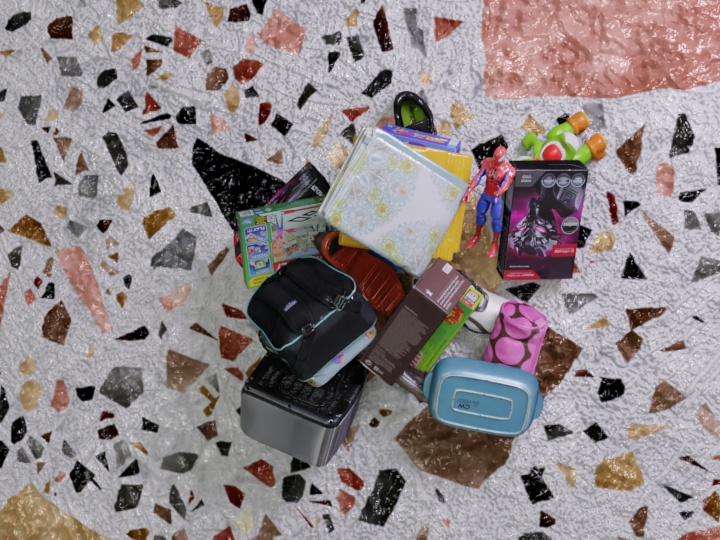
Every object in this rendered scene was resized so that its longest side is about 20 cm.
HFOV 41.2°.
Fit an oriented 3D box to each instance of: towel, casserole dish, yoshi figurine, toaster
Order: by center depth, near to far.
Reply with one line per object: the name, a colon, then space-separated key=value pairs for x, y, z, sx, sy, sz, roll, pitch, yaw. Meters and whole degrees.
towel: x=0.051 y=-0.110 z=1.500 sx=0.199 sy=0.048 sz=0.172 roll=30 pitch=90 yaw=-13
casserole dish: x=0.198 y=0.211 z=1.558 sx=0.198 sy=0.039 sz=0.122 roll=10 pitch=109 yaw=6
toaster: x=-0.086 y=0.213 z=1.623 sx=0.198 sy=0.181 sz=0.119 roll=21 pitch=128 yaw=10
yoshi figurine: x=0.312 y=-0.176 z=1.625 sx=0.199 sy=0.112 sz=0.112 roll=-34 pitch=123 yaw=-6

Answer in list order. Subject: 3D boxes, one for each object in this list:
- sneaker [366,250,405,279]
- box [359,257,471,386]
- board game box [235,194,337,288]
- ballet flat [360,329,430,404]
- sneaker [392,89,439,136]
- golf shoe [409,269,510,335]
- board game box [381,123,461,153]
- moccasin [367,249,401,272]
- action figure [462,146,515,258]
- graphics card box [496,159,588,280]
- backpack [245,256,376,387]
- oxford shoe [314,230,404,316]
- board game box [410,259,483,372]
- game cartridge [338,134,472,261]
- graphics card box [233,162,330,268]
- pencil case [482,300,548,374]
sneaker: x=-0.019 y=0.018 z=1.687 sx=0.198 sy=0.078 sz=0.078 roll=-7 pitch=116 yaw=5
box: x=0.086 y=0.083 z=1.527 sx=0.075 sy=0.100 sz=0.201 roll=37 pitch=132 yaw=6
board game box: x=-0.103 y=-0.052 z=1.602 sx=0.198 sy=0.029 sz=0.136 roll=-12 pitch=121 yaw=-14
ballet flat: x=0.055 y=0.162 z=1.621 sx=0.199 sy=0.067 sz=0.046 roll=36 pitch=132 yaw=1
sneaker: x=0.106 y=-0.225 z=1.654 sx=0.073 sy=0.087 sz=0.201 roll=-23 pitch=85 yaw=9
golf shoe: x=0.178 y=0.049 z=1.624 sx=0.198 sy=0.095 sz=0.078 roll=16 pitch=67 yaw=9
board game box: x=0.087 y=-0.135 z=1.637 sx=0.133 sy=0.045 sz=0.202 roll=15 pitch=116 yaw=11
moccasin: x=0.041 y=-0.096 z=1.607 sx=0.080 sy=0.068 sz=0.202 roll=-6 pitch=113 yaw=11
action figure: x=0.198 y=-0.100 z=1.520 sx=0.065 sy=0.099 sz=0.201 roll=23 pitch=131 yaw=21
graphics card box: x=0.297 y=-0.081 z=1.575 sx=0.124 sy=0.051 sz=0.202 roll=0 pitch=115 yaw=-7
backpack: x=-0.083 y=0.076 z=1.548 sx=0.176 sy=0.154 sz=0.200 roll=-42 pitch=42 yaw=-11
oxford shoe: x=0.000 y=0.000 z=1.608 sx=0.071 sy=0.072 sz=0.200 roll=-48 pitch=118 yaw=-11
board game box: x=0.113 y=0.088 z=1.610 sx=0.101 sy=0.048 sz=0.201 roll=36 pitch=131 yaw=7
game cartridge: x=0.073 y=-0.114 z=1.540 sx=0.198 sy=0.032 sz=0.178 roll=8 pitch=92 yaw=-10
graphics card box: x=-0.137 y=-0.092 z=1.670 sx=0.200 sy=0.126 sz=0.051 roll=-43 pitch=110 yaw=8
pencil case: x=0.253 y=0.156 z=1.592 sx=0.093 sy=0.090 sz=0.202 roll=32 pitch=120 yaw=45
